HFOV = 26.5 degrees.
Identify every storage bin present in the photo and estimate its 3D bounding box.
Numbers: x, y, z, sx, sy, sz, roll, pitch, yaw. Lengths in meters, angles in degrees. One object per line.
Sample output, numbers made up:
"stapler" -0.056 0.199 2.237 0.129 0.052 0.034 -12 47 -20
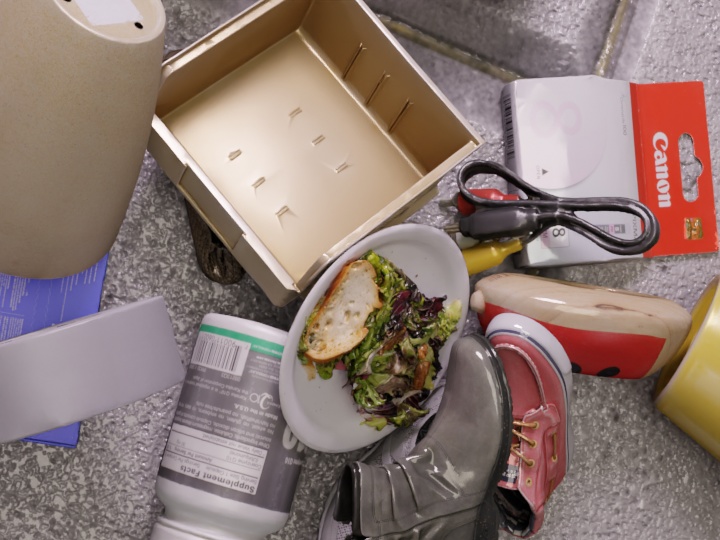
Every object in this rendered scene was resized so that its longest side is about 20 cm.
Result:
"storage bin" -0.045 -0.108 1.225 0.198 0.094 0.200 -37 84 -29

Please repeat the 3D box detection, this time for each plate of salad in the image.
"plate of salad" 0.020 0.059 1.207 0.199 0.048 0.202 -24 129 -34

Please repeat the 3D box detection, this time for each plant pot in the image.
"plant pot" -0.225 -0.129 1.126 0.186 0.200 0.189 22 41 -21
"plant pot" 0.362 0.102 1.310 0.188 0.201 0.202 28 81 5

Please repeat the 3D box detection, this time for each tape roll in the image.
"tape roll" -0.231 0.077 1.120 0.198 0.200 0.067 -17 92 -13

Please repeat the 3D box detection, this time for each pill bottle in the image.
"pill bottle" -0.101 0.144 1.235 0.112 0.113 0.202 17 84 -11

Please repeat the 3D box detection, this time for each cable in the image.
"cable" 0.155 -0.048 1.295 0.198 0.050 0.098 -3 72 17

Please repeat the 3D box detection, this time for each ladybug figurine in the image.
"ladybug figurine" 0.184 0.048 1.295 0.198 0.136 0.073 9 94 -13

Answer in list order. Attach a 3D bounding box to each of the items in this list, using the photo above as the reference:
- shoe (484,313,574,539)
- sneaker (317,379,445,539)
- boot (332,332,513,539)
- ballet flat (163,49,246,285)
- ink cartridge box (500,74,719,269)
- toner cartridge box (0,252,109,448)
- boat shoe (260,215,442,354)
"shoe" 0.130 0.132 1.251 0.071 0.201 0.091 10 50 25
"sneaker" 0.031 0.176 1.278 0.074 0.082 0.201 33 81 -9
"boot" 0.046 0.152 1.192 0.129 0.068 0.202 -2 100 -25
"ballet flat" -0.129 -0.087 1.273 0.067 0.046 0.202 -11 90 -14
"ink cartridge box" 0.227 -0.090 1.355 0.198 0.057 0.165 -5 88 -8
"toner cartridge box" -0.260 0.036 1.240 0.094 0.043 0.202 10 85 -14
"boat shoe" 0.000 0.000 1.287 0.199 0.072 0.066 32 77 -10
